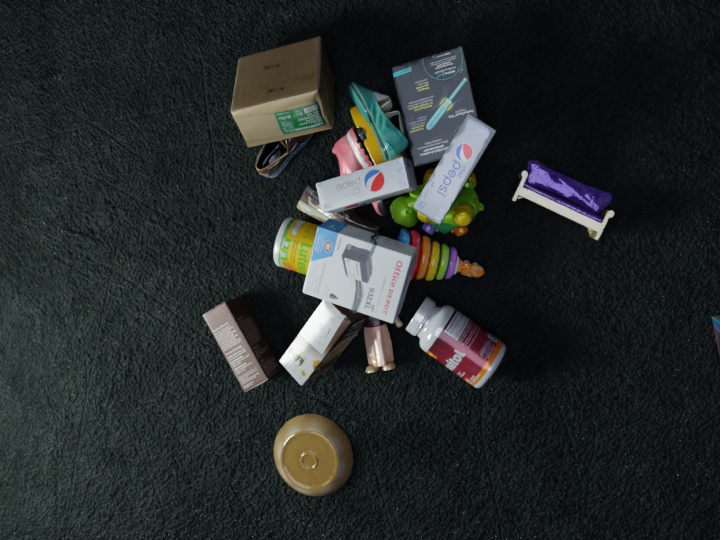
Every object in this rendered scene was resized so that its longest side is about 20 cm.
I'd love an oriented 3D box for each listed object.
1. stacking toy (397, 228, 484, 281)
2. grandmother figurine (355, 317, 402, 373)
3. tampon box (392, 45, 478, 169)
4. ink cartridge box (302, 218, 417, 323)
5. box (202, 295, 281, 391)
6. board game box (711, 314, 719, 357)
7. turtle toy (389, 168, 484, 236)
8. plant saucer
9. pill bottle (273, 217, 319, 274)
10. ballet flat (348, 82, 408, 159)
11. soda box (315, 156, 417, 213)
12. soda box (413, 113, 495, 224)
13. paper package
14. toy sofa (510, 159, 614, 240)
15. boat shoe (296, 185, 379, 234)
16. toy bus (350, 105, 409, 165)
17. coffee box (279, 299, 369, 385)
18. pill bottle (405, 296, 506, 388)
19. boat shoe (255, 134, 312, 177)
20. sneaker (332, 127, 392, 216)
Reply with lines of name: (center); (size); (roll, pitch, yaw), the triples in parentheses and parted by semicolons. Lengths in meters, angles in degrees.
stacking toy: (0.170, -0.018, 1.325); (0.197, 0.116, 0.112); (11, 101, -1)
grandmother figurine: (0.034, 0.121, 1.383); (0.119, 0.061, 0.203); (-12, 96, 4)
tampon box: (0.161, -0.325, 1.271); (0.147, 0.126, 0.203); (-12, 94, 12)
ink cartridge box: (0.000, 0.000, 1.248); (0.197, 0.084, 0.147); (18, 107, 9)
box: (-0.271, 0.166, 1.430); (0.074, 0.100, 0.202); (-27, 89, 13)
board game box: (0.746, 0.194, 1.191); (0.063, 0.147, 0.203); (-11, 93, 15)
turtle toy: (0.159, -0.132, 1.298); (0.197, 0.147, 0.102); (6, 137, 12)
plant saucer: (-0.117, 0.442, 1.459); (0.197, 0.035, 0.204); (1, 97, 12)
pill bottle: (-0.081, -0.038, 1.361); (0.197, 0.111, 0.113); (16, 99, 10)
ballet flat: (0.042, -0.308, 1.243); (0.070, 0.068, 0.202); (-25, 64, -1)
soda box: (0.012, -0.172, 1.272); (0.197, 0.068, 0.065); (-13, 89, 21)
soda box: (0.177, -0.189, 1.176); (0.063, 0.068, 0.202); (31, 95, 5)
paper package: (-0.160, -0.374, 1.304); (0.197, 0.104, 0.193); (-10, 54, 12)
toy sofa: (0.411, -0.147, 1.259); (0.198, 0.083, 0.099); (27, 102, 8)
boat shoe: (-0.045, -0.129, 1.366); (0.198, 0.072, 0.066); (24, 105, 15)
toy bus: (0.050, -0.268, 1.324); (0.064, 0.078, 0.202); (-26, 90, 19)
coffee box: (-0.074, 0.143, 1.353); (0.080, 0.114, 0.201); (44, 117, 15)
pill bottle: (0.200, 0.149, 1.321); (0.199, 0.113, 0.114); (35, 102, 7)
boat shoe: (-0.163, -0.292, 1.371); (0.072, 0.072, 0.201); (35, 101, 7)
sneaker: (0.003, -0.205, 1.358); (0.086, 0.074, 0.203); (-25, 86, 27)
